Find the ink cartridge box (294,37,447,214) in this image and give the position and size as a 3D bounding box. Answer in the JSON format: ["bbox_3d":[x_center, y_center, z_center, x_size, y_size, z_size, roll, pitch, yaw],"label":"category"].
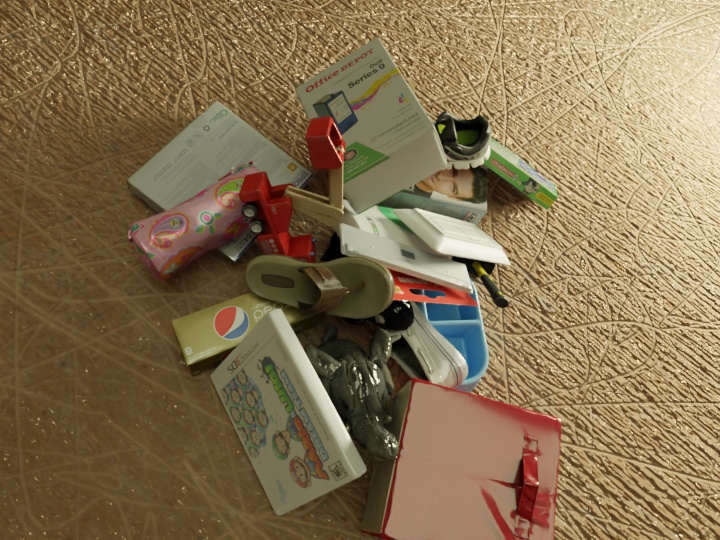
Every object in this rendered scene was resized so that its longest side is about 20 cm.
[{"bbox_3d":[0.011,-0.204,0.724,0.145,0.088,0.201,-27,58,9],"label":"ink cartridge box"}]

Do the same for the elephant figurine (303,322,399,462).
[{"bbox_3d":[-0.007,0.136,0.632,0.155,0.200,0.142,38,65,5],"label":"elephant figurine"}]

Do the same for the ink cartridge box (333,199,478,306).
[{"bbox_3d":[0.064,-0.029,0.728,0.160,0.050,0.200,6,28,-32],"label":"ink cartridge box"}]

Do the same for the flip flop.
[{"bbox_3d":[-0.056,0.021,0.632,0.198,0.082,0.058,8,20,15],"label":"flip flop"}]

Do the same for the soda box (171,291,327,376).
[{"bbox_3d":[-0.145,0.070,0.701,0.199,0.068,0.064,-21,73,-21],"label":"soda box"}]

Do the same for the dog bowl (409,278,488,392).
[{"bbox_3d":[0.132,0.085,0.771,0.111,0.050,0.202,0,68,-14],"label":"dog bowl"}]

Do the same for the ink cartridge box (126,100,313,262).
[{"bbox_3d":[-0.208,-0.134,0.788,0.200,0.043,0.197,38,65,1],"label":"ink cartridge box"}]

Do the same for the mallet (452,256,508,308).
[{"bbox_3d":[0.190,0.014,0.757,0.066,0.200,0.041,28,107,-16],"label":"mallet"}]

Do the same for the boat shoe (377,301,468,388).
[{"bbox_3d":[0.056,0.088,0.704,0.066,0.074,0.200,-22,43,-30],"label":"boat shoe"}]

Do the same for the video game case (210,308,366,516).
[{"bbox_3d":[-0.097,0.174,0.611,0.024,0.182,0.201,-16,70,-47],"label":"video game case"}]

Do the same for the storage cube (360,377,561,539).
[{"bbox_3d":[0.113,0.248,0.619,0.178,0.200,0.172,15,65,0],"label":"storage cube"}]

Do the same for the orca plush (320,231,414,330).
[{"bbox_3d":[0.000,0.000,0.712,0.105,0.071,0.201,-27,49,0],"label":"orca plush"}]

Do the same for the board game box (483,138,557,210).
[{"bbox_3d":[0.246,-0.186,0.883,0.200,0.029,0.135,38,26,4],"label":"board game box"}]

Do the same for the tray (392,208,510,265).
[{"bbox_3d":[0.144,-0.054,0.772,0.199,0.022,0.107,7,33,-45],"label":"tray"}]

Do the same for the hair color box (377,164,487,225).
[{"bbox_3d":[0.107,-0.145,0.857,0.198,0.061,0.100,12,64,-9],"label":"hair color box"}]

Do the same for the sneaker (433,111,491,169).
[{"bbox_3d":[0.107,-0.190,0.767,0.198,0.088,0.074,-9,67,-8],"label":"sneaker"}]

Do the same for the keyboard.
[{"bbox_3d":[0.064,-0.015,0.687,0.199,0.011,0.057,17,36,-21],"label":"keyboard"}]

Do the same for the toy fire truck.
[{"bbox_3d":[-0.074,-0.082,0.652,0.140,0.201,0.049,-8,40,10],"label":"toy fire truck"}]

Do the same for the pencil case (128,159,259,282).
[{"bbox_3d":[-0.206,-0.070,0.694,0.200,0.088,0.088,-36,79,-22],"label":"pencil case"}]

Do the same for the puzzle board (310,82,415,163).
[{"bbox_3d":[0.008,-0.238,0.836,0.149,0.017,0.201,9,63,-4],"label":"puzzle board"}]
